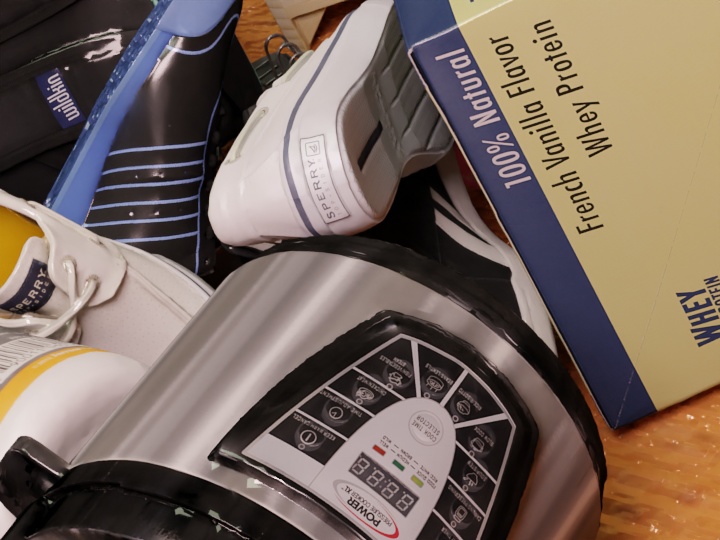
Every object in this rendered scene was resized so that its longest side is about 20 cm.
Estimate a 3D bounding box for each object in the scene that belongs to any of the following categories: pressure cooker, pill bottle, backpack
[{"bbox_3d":[-0.023,0.110,0.859,0.176,0.179,0.200,7,44,37],"label":"pressure cooker"},{"bbox_3d":[-0.172,0.076,0.972,0.200,0.116,0.116,9,49,37],"label":"pill bottle"},{"bbox_3d":[-0.165,-0.105,1.175,0.200,0.176,0.153,-24,14,15],"label":"backpack"}]

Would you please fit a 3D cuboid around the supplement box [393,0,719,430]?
[{"bbox_3d":[0.140,-0.082,0.964,0.200,0.200,0.134,-26,30,9],"label":"supplement box"}]

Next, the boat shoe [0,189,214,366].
[{"bbox_3d":[-0.133,0.006,0.998,0.071,0.200,0.070,-57,5,6],"label":"boat shoe"}]

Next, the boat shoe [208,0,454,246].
[{"bbox_3d":[-0.013,-0.062,0.973,0.067,0.074,0.200,-14,12,18],"label":"boat shoe"}]

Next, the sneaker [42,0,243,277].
[{"bbox_3d":[-0.090,-0.037,1.064,0.200,0.078,0.070,-61,12,5],"label":"sneaker"}]

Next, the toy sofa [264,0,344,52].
[{"bbox_3d":[0.034,-0.198,1.304,0.200,0.098,0.083,-15,36,24],"label":"toy sofa"}]

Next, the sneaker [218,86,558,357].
[{"bbox_3d":[0.000,0.000,1.020,0.112,0.073,0.200,0,41,-25],"label":"sneaker"}]

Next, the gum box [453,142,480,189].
[{"bbox_3d":[0.059,-0.153,1.143,0.114,0.066,0.200,-47,39,50],"label":"gum box"}]

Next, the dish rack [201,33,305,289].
[{"bbox_3d":[-0.065,-0.061,1.236,0.153,0.055,0.200,-35,33,-9],"label":"dish rack"}]
